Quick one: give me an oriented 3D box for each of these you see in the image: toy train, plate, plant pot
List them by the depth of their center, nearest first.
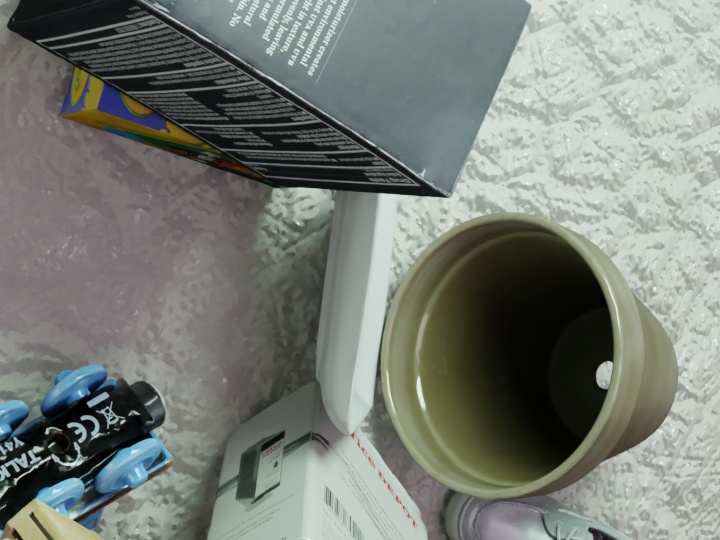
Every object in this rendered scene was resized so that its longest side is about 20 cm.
[{"bbox_3d":[-0.204,0.132,0.742,0.200,0.114,0.087,-29,72,-36],"label":"toy train"},{"bbox_3d":[0.000,0.000,0.840,0.032,0.200,0.201,6,90,5],"label":"plate"},{"bbox_3d":[0.143,0.070,0.930,0.173,0.199,0.201,14,86,-50],"label":"plant pot"}]

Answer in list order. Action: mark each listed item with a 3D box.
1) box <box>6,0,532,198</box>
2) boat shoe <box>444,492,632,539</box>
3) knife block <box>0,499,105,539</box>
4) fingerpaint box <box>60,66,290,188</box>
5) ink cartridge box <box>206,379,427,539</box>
[{"bbox_3d":[-0.053,-0.138,0.681,0.198,0.200,0.124,31,80,-31],"label":"box"},{"bbox_3d":[0.160,0.216,1.001,0.200,0.071,0.070,23,82,-30],"label":"boat shoe"},{"bbox_3d":[-0.145,0.199,0.744,0.175,0.064,0.200,-18,143,-50],"label":"knife block"},{"bbox_3d":[-0.084,-0.172,0.818,0.166,0.073,0.201,17,84,-31],"label":"fingerpaint box"},{"bbox_3d":[-0.023,0.184,0.802,0.083,0.200,0.147,-31,107,11],"label":"ink cartridge box"}]
